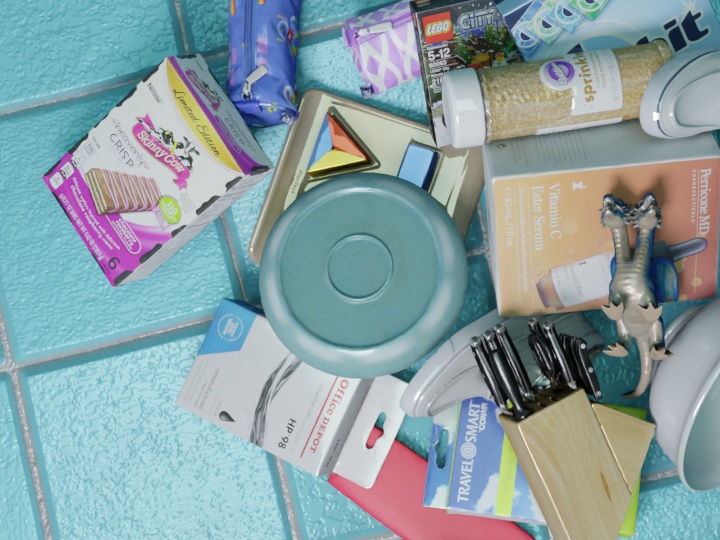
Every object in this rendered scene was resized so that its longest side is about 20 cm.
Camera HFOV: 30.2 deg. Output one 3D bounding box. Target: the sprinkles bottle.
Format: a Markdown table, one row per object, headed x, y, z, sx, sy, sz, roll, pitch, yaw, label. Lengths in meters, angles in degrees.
| x | y | z | sx | sy | sz | roll | pitch | yaw | label |
| --- | --- | --- | --- | --- | --- | --- | --- | --- | --- |
| 0.173 | -0.155 | 1.167 | 0.199 | 0.068 | 0.069 | -9 | 87 | -3 | sprinkles bottle |

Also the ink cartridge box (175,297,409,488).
| x | y | z | sx | sy | sz | roll | pitch | yaw | label |
| --- | --- | --- | --- | --- | --- | --- | --- | --- | --- |
| -0.061 | 0.119 | 1.280 | 0.199 | 0.067 | 0.116 | 24 | 90 | 14 | ink cartridge box |

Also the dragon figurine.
| x | y | z | sx | sy | sz | roll | pitch | yaw | label |
| --- | --- | --- | --- | --- | --- | --- | --- | --- | --- |
| 0.242 | 0.022 | 1.152 | 0.059 | 0.200 | 0.100 | -1 | 47 | 22 | dragon figurine |

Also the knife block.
| x | y | z | sx | sy | sz | roll | pitch | yaw | label |
| --- | --- | --- | --- | --- | --- | --- | --- | --- | --- |
| 0.160 | 0.149 | 1.177 | 0.175 | 0.064 | 0.201 | 20 | 89 | -9 | knife block |

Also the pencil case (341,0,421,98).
| x | y | z | sx | sy | sz | roll | pitch | yaw | label |
| --- | --- | --- | --- | --- | --- | --- | --- | --- | --- |
| 0.078 | -0.242 | 1.280 | 0.199 | 0.086 | 0.084 | -24 | 58 | 3 | pencil case |

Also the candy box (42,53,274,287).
| x | y | z | sx | sy | sz | roll | pitch | yaw | label |
| --- | --- | --- | --- | --- | --- | --- | --- | --- | --- |
| -0.197 | -0.094 | 1.282 | 0.200 | 0.061 | 0.137 | -38 | 83 | 28 | candy box |

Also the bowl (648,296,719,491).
| x | y | z | sx | sy | sz | roll | pitch | yaw | label |
| --- | --- | --- | --- | --- | --- | --- | --- | --- | --- |
| 0.324 | 0.092 | 1.206 | 0.090 | 0.201 | 0.201 | 38 | 93 | 39 | bowl |

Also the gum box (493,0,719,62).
| x | y | z | sx | sy | sz | roll | pitch | yaw | label |
| --- | --- | --- | --- | --- | --- | --- | --- | --- | --- |
| 0.241 | -0.200 | 1.215 | 0.169 | 0.045 | 0.200 | -29 | 119 | 8 | gum box |

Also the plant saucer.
| x | y | z | sx | sy | sz | roll | pitch | yaw | label |
| --- | --- | --- | --- | --- | --- | --- | --- | --- | --- |
| 0.000 | 0.000 | 1.246 | 0.199 | 0.027 | 0.201 | -2 | 76 | 8 | plant saucer |

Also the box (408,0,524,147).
| x | y | z | sx | sy | sz | roll | pitch | yaw | label |
| --- | --- | --- | --- | --- | --- | --- | --- | --- | --- |
| 0.154 | -0.204 | 1.246 | 0.199 | 0.038 | 0.137 | -13 | 120 | -2 | box |

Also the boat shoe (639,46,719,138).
| x | y | z | sx | sy | sz | roll | pitch | yaw | label |
| --- | --- | --- | --- | --- | --- | --- | --- | --- | --- |
| 0.325 | -0.158 | 1.138 | 0.199 | 0.065 | 0.074 | -24 | 119 | -28 | boat shoe |

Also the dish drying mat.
| x | y | z | sx | sy | sz | roll | pitch | yaw | label |
| --- | --- | --- | --- | --- | --- | --- | --- | --- | --- |
| 0.068 | 0.233 | 1.296 | 0.200 | 0.018 | 0.077 | 35 | 91 | 6 | dish drying mat |

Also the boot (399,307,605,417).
| x | y | z | sx | sy | sz | roll | pitch | yaw | label |
| --- | --- | --- | --- | --- | --- | --- | --- | --- | --- |
| 0.137 | 0.092 | 1.229 | 0.200 | 0.074 | 0.096 | -36 | 64 | -22 | boot |

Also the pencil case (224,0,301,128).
| x | y | z | sx | sy | sz | roll | pitch | yaw | label |
| --- | --- | --- | --- | --- | --- | --- | --- | --- | --- |
| -0.095 | -0.238 | 1.297 | 0.078 | 0.087 | 0.201 | 1 | 84 | 11 | pencil case |

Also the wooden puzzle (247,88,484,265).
| x | y | z | sx | sy | sz | roll | pitch | yaw | label |
| --- | --- | --- | --- | --- | --- | --- | --- | --- | --- |
| 0.007 | -0.065 | 1.301 | 0.199 | 0.046 | 0.186 | 19 | 90 | 7 | wooden puzzle |

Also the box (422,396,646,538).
| x | y | z | sx | sy | sz | roll | pitch | yaw | label |
| --- | --- | --- | --- | --- | --- | --- | --- | --- | --- |
| 0.163 | 0.178 | 1.261 | 0.199 | 0.048 | 0.122 | 7 | 77 | 6 | box |

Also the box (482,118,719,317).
| x | y | z | sx | sy | sz | roll | pitch | yaw | label |
| --- | --- | --- | --- | --- | --- | --- | --- | --- | --- |
| 0.216 | -0.055 | 1.208 | 0.199 | 0.107 | 0.153 | -6 | 123 | 4 | box |
